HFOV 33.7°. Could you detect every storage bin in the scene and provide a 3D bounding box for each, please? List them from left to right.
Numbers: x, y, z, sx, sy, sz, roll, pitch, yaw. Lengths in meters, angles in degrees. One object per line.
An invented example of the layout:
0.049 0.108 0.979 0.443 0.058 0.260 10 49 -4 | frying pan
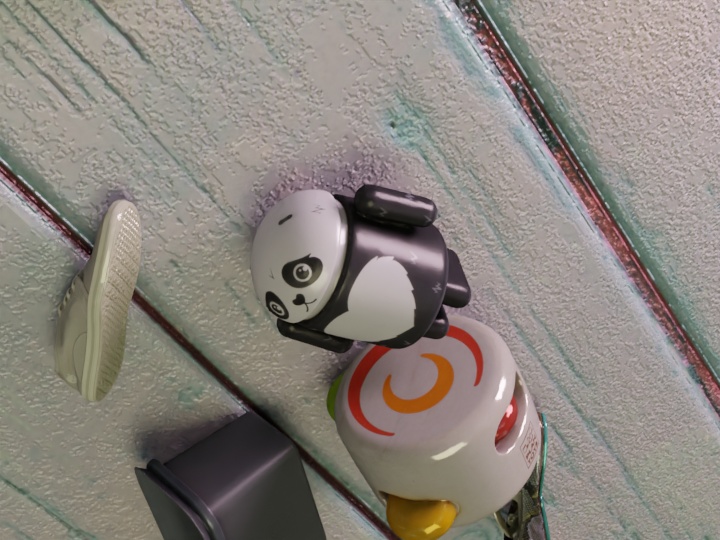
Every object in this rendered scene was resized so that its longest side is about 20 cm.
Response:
-0.126 0.244 1.207 0.134 0.145 0.201 -35 132 -26 | storage bin

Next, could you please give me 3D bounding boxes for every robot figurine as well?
0.000 0.002 1.065 0.199 0.125 0.151 16 87 -26 | robot figurine

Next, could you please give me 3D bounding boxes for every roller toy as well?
0.079 0.151 1.156 0.182 0.200 0.140 -30 129 -2 | roller toy

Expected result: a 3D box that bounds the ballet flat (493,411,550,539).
0.177 0.242 1.330 0.072 0.072 0.201 -13 125 -8 | ballet flat

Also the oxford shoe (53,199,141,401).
-0.237 0.026 1.053 0.058 0.075 0.201 23 119 11 | oxford shoe
